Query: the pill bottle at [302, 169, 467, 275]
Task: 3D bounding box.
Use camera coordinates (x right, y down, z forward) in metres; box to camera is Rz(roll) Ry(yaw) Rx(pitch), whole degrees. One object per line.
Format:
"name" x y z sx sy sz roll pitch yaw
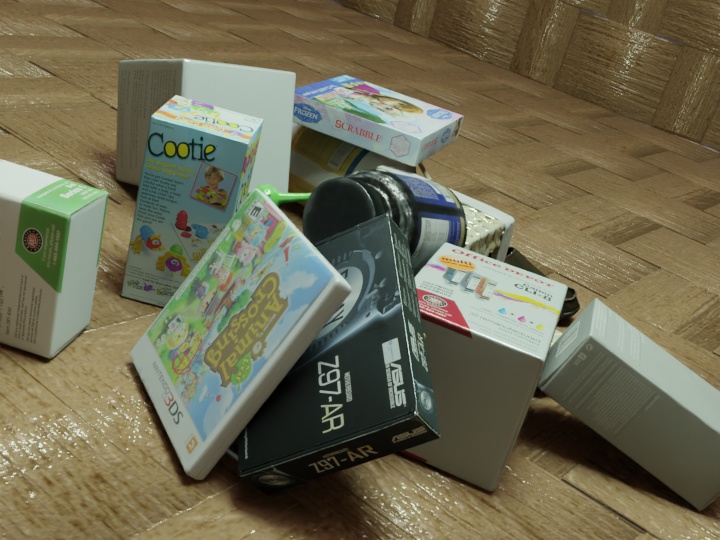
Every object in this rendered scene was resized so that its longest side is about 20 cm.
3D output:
"pill bottle" 0.027 -0.048 0.973 0.111 0.113 0.200 28 13 27

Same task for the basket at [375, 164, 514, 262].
"basket" 0.069 -0.030 1.148 0.199 0.137 0.123 25 27 23

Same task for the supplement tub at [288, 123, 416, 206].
"supplement tub" -0.034 -0.147 1.331 0.199 0.146 0.144 31 27 31

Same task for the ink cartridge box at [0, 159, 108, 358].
"ink cartridge box" -0.350 -0.025 0.847 0.198 0.146 0.084 17 22 4

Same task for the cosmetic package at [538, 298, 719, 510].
"cosmetic package" 0.286 0.131 0.920 0.200 0.090 0.107 40 25 3

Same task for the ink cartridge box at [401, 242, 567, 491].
"ink cartridge box" 0.105 0.083 0.900 0.144 0.146 0.200 20 22 11

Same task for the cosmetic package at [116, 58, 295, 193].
"cosmetic package" -0.211 -0.190 1.227 0.165 0.169 0.199 -2 12 -38

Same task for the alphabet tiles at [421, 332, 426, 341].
"alphabet tiles" -0.043 0.074 0.807 0.199 0.167 0.006 15 -22 38

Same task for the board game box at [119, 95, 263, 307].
"board game box" -0.180 -0.069 0.986 0.104 0.201 0.103 15 23 -2

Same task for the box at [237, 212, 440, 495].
"box" -0.026 0.067 0.766 0.044 0.159 0.201 47 28 -46

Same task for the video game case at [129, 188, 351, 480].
"video game case" -0.112 0.046 0.790 0.022 0.200 0.182 34 8 -40

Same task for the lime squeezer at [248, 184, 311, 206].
"lime squeezer" -0.127 -0.086 1.145 0.199 0.038 0.071 -9 7 30

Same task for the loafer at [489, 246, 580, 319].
"loafer" 0.201 0.008 1.227 0.198 0.072 0.073 18 23 6

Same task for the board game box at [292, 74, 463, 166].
"board game box" 0.022 -0.214 1.279 0.198 0.041 0.200 22 25 14

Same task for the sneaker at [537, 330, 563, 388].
"sneaker" 0.237 0.097 1.053 0.198 0.076 0.092 12 19 -12

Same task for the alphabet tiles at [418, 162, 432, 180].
"alphabet tiles" 0.114 -0.110 1.342 0.008 0.201 0.167 -30 27 6
